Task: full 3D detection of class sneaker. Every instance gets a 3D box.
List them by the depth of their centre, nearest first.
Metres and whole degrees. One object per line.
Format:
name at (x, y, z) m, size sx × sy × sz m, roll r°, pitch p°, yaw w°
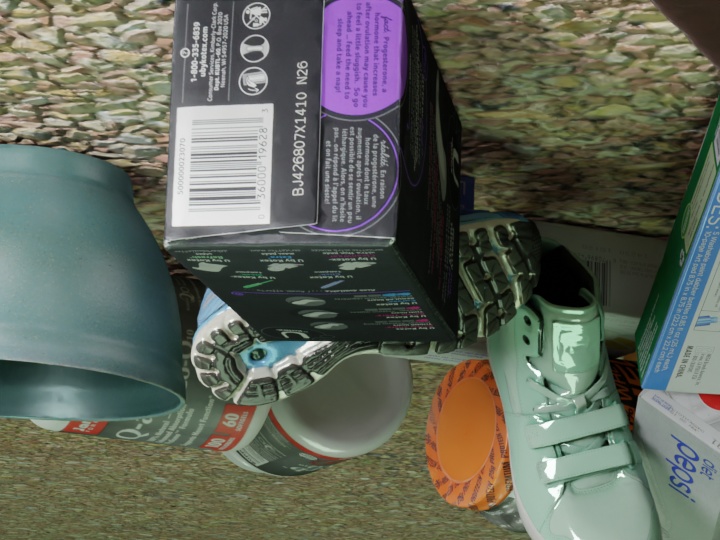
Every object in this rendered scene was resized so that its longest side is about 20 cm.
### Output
sneaker at (0.000, 0.000, 1.099) m, size 0.199 × 0.090 × 0.079 m, roll -15°, pitch 128°, yaw 1°
sneaker at (0.116, 0.078, 1.120) m, size 0.074 × 0.201 × 0.118 m, roll -15°, pitch 149°, yaw -8°

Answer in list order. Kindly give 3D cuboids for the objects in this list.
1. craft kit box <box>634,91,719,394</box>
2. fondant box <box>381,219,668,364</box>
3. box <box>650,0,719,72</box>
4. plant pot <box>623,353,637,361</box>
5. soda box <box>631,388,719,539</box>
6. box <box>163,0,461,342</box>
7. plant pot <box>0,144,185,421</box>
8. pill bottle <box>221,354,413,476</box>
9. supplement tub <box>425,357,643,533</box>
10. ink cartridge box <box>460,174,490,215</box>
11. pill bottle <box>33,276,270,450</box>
craft kit box at (0.259, -0.008, 1.034) m, size 0.197 × 0.049 × 0.200 m, roll 7°, pitch 138°, yaw -4°
fondant box at (0.117, 0.022, 1.331) m, size 0.144 × 0.058 × 0.200 m, roll 8°, pitch 166°, yaw -21°
box at (0.158, -0.131, 0.468) m, size 0.164 × 0.166 × 0.200 m, roll -3°, pitch 166°, yaw 28°
plant pot at (0.304, 0.128, 1.555) m, size 0.199 × 0.140 × 0.200 m, roll 2°, pitch 166°, yaw 0°
soda box at (0.201, 0.112, 1.191) m, size 0.068 × 0.063 × 0.200 m, roll 36°, pitch 160°, yaw 19°
box at (-0.016, -0.044, 0.952) m, size 0.106 × 0.123 × 0.200 m, roll 0°, pitch 166°, yaw 11°
plant pot at (-0.195, 0.006, 1.166) m, size 0.200 × 0.135 × 0.200 m, roll 3°, pitch 166°, yaw 1°
pill bottle at (-0.045, 0.098, 1.552) m, size 0.116 × 0.116 × 0.200 m, roll 8°, pitch 166°, yaw -19°
supplement tub at (0.151, 0.117, 1.339) m, size 0.200 × 0.123 × 0.122 m, roll 8°, pitch 165°, yaw -31°
ink cartridge box at (-0.009, -0.029, 1.186) m, size 0.119 × 0.042 × 0.200 m, roll 7°, pitch 167°, yaw -15°
pill bottle at (-0.167, 0.056, 1.374) m, size 0.199 × 0.116 × 0.116 m, roll 9°, pitch 165°, yaw -25°
